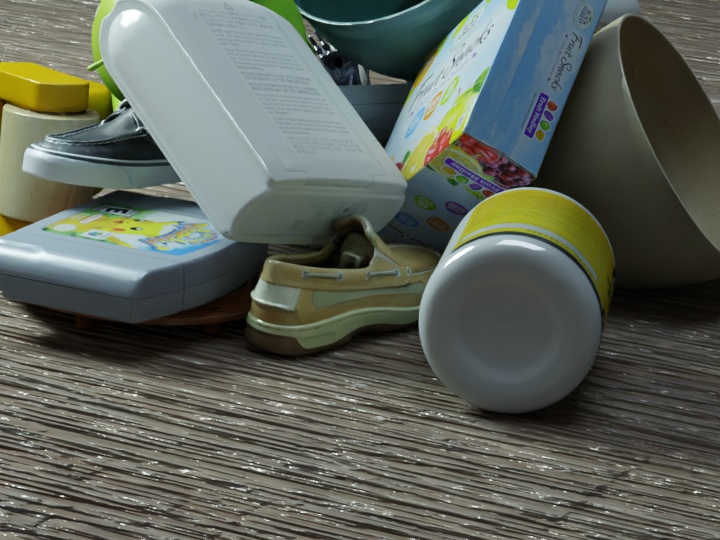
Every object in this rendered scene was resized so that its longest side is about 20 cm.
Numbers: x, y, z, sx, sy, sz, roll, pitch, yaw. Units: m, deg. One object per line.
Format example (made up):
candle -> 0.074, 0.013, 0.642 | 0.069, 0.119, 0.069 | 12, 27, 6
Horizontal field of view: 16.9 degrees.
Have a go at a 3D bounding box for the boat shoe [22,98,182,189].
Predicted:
boat shoe -> -0.145, -0.097, 1.690 | 0.200, 0.068, 0.072 | -5, 16, -35

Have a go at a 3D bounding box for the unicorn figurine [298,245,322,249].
unicorn figurine -> -0.039, -0.054, 1.825 | 0.137, 0.074, 0.200 | 16, 26, 6

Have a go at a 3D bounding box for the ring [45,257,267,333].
ring -> -0.143, 0.010, 1.648 | 0.200, 0.019, 0.200 | 5, 16, -1

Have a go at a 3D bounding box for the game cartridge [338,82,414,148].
game cartridge -> -0.025, -0.107, 1.928 | 0.133, 0.040, 0.200 | -1, -11, -27

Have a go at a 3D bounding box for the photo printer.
photo printer -> -0.078, -0.109, 1.631 | 0.166, 0.069, 0.200 | -1, 50, -54

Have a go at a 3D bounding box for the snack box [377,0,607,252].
snack box -> 0.083, -0.112, 1.711 | 0.068, 0.169, 0.200 | 30, -27, -13

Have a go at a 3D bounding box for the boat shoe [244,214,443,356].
boat shoe -> 0.000, 0.000, 1.611 | 0.072, 0.076, 0.200 | 14, 18, 29

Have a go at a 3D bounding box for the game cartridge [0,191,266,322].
game cartridge -> -0.144, -0.012, 1.602 | 0.133, 0.040, 0.200 | 14, 18, 19

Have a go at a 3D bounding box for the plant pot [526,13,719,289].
plant pot -> 0.181, -0.067, 1.748 | 0.134, 0.200, 0.200 | -26, 4, 23

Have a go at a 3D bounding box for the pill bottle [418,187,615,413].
pill bottle -> 0.104, 0.010, 1.534 | 0.112, 0.112, 0.200 | 6, 16, 8

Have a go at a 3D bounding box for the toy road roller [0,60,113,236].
toy road roller -> -0.235, -0.095, 1.812 | 0.146, 0.123, 0.200 | -3, 16, -38

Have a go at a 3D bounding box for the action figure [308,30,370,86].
action figure -> -0.040, -0.158, 2.022 | 0.119, 0.102, 0.200 | -21, -8, -3

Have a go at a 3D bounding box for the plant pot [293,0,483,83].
plant pot -> 0.053, -0.226, 1.893 | 0.200, 0.134, 0.200 | -17, 47, 19

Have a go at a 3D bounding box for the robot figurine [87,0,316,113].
robot figurine -> -0.118, -0.168, 1.796 | 0.116, 0.175, 0.200 | 53, 25, 20

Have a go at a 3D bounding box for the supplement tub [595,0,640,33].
supplement tub -> 0.154, -0.172, 2.015 | 0.145, 0.200, 0.145 | 8, 11, -2
